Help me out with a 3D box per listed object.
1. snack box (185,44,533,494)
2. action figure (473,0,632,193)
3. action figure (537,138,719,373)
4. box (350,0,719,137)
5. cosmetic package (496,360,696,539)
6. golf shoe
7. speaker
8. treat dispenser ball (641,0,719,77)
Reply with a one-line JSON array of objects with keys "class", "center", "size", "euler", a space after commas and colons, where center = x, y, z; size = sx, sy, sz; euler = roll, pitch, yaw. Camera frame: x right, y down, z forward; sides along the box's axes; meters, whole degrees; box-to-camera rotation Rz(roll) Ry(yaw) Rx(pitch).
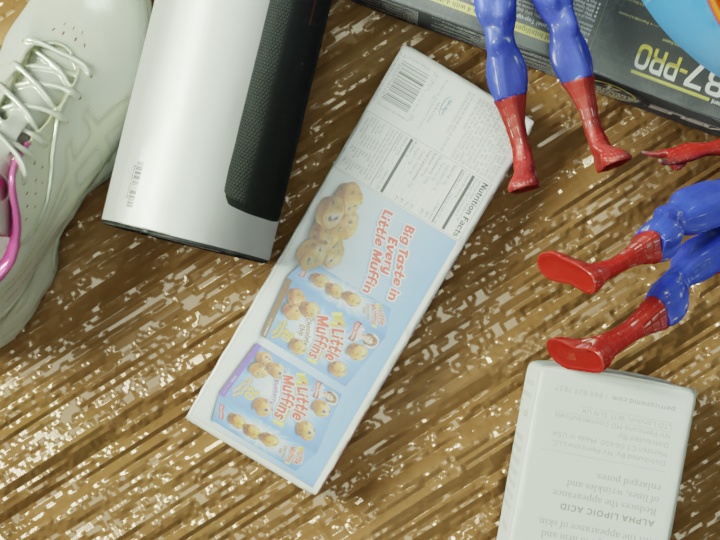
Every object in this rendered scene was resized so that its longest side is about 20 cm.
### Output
[{"class": "snack box", "center": [0.000, 0.000, 0.901], "size": [0.072, 0.024, 0.200], "euler": [31, 89, 1]}, {"class": "action figure", "center": [0.066, -0.139, 0.824], "size": [0.065, 0.099, 0.201], "euler": [-15, 87, 1]}, {"class": "action figure", "center": [0.157, -0.024, 0.850], "size": [0.200, 0.052, 0.066], "euler": [-27, 117, -31]}, {"class": "box", "center": [0.109, -0.170, 0.892], "size": [0.199, 0.049, 0.162], "euler": [19, 87, 2]}, {"class": "cosmetic package", "center": [0.092, 0.143, 0.857], "size": [0.074, 0.102, 0.201], "euler": [9, 90, 3]}, {"class": "golf shoe", "center": [-0.149, -0.055, 0.874], "size": [0.075, 0.092, 0.201], "euler": [22, 87, 3]}, {"class": "speaker", "center": [-0.057, -0.109, 0.879], "size": [0.081, 0.081, 0.201], "euler": [14, 88, 2]}, {"class": "treat dispenser ball", "center": [0.196, -0.163, 0.768], "size": [0.200, 0.201, 0.202], "euler": [0, 88, 1]}]
